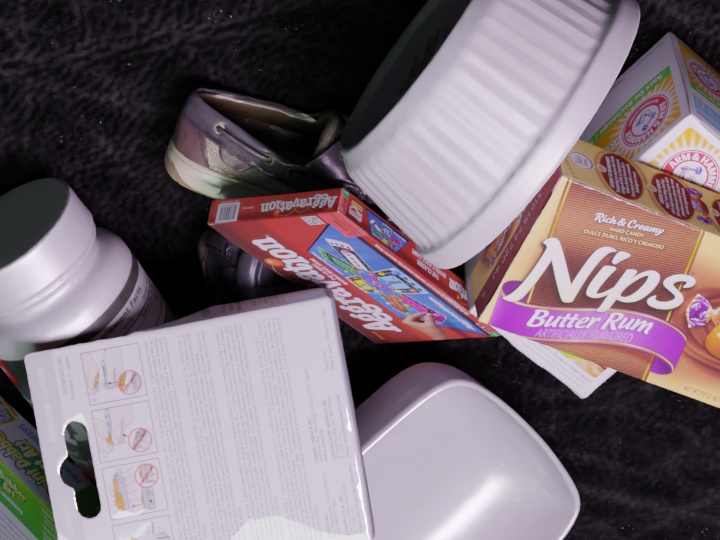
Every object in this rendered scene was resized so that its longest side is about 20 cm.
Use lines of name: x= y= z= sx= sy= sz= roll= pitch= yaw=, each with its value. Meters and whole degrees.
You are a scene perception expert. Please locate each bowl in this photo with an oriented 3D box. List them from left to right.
bowl: x=0.033 y=0.163 z=1.647 sx=0.200 sy=0.075 sz=0.200 roll=-43 pitch=131 yaw=0

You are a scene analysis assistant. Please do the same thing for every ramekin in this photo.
ramekin: x=0.070 y=-0.108 z=1.428 sx=0.094 sy=0.203 sz=0.203 roll=36 pitch=118 yaw=-11

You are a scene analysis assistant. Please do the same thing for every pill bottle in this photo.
pill bottle: x=-0.179 y=0.045 z=1.573 sx=0.113 sy=0.114 sz=0.201 roll=-24 pitch=122 yaw=15

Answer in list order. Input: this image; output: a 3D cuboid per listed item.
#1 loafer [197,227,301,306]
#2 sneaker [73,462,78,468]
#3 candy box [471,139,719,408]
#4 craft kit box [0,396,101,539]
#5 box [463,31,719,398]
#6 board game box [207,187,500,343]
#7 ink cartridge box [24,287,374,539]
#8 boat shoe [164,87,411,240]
loafer: x=-0.061 y=0.050 z=1.617 sx=0.063 sy=0.072 sz=0.201 roll=17 pitch=136 yaw=34
sneaker: x=-0.149 y=0.206 z=1.687 sx=0.198 sy=0.112 sz=0.077 roll=17 pitch=123 yaw=-12
candy box: x=0.181 y=0.005 z=1.462 sx=0.199 sy=0.057 sz=0.117 roll=20 pitch=123 yaw=-16
craft kit box: x=-0.226 y=0.209 z=1.648 sx=0.048 sy=0.200 sz=0.199 roll=-24 pitch=137 yaw=-34
box: x=0.171 y=-0.035 z=1.531 sx=0.112 sy=0.102 sz=0.200 roll=36 pitch=117 yaw=-24
board game box: x=0.000 y=0.000 z=1.533 sx=0.102 sy=0.020 sz=0.200 roll=-3 pitch=155 yaw=35
ink cartridge box: x=-0.101 y=0.109 z=1.527 sx=0.198 sy=0.057 sz=0.164 roll=-10 pitch=96 yaw=0
boat shoe: x=-0.024 y=-0.070 z=1.523 sx=0.198 sy=0.072 sz=0.065 roll=14 pitch=128 yaw=-4
